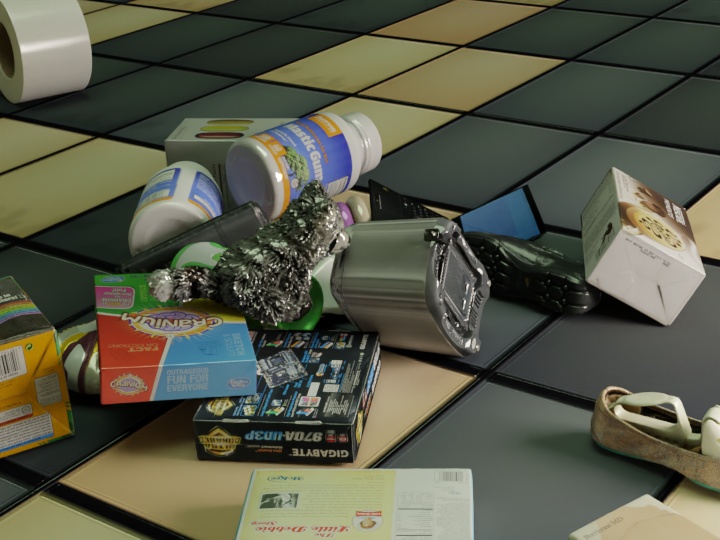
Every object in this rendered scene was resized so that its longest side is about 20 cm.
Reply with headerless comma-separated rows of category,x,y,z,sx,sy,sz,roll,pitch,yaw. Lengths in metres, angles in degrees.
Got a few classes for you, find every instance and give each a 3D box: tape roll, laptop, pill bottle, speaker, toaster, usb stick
tape roll,-0.607,-0.426,2.410,0.138,0.204,0.202,-17,27,-31
laptop,0.120,-0.082,1.663,0.199,0.104,0.178,26,20,-12
pill bottle,-0.070,-0.146,1.705,0.199,0.113,0.112,-25,32,-36
speaker,-0.133,0.021,1.473,0.088,0.089,0.199,-23,26,-38
pill bottle,-0.237,-0.072,1.679,0.111,0.113,0.200,-3,23,0
toaster,0.052,0.015,1.375,0.128,0.200,0.115,1,65,24
usb stick,-0.203,-0.027,1.569,0.199,0.056,0.033,-24,46,7

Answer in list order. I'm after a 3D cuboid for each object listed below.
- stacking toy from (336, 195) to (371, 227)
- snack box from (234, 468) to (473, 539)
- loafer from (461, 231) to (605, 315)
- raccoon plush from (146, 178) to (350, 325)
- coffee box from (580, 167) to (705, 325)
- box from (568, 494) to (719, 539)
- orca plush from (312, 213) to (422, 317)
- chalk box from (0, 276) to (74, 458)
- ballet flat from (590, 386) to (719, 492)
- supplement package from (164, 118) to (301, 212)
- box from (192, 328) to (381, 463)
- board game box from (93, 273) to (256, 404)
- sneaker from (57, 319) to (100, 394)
stacking toy,-0.085,-0.033,1.627,0.198,0.086,0.085,-13,25,-11
snack box,-0.003,0.215,1.097,0.198,0.037,0.116,-1,23,5
loafer,0.202,0.000,1.532,0.200,0.069,0.070,23,26,36
raccoon plush,-0.104,-0.022,1.295,0.199,0.135,0.097,-6,37,-35
coffee box,0.329,-0.032,1.517,0.112,0.080,0.200,29,25,-5
box,0.249,0.253,0.933,0.094,0.078,0.199,-19,29,-31
orca plush,0.000,0.000,1.539,0.200,0.105,0.071,-44,0,-24
chalk box,-0.389,0.093,1.312,0.124,0.125,0.200,-16,26,-25
ballet flat,0.299,0.152,1.170,0.199,0.068,0.068,13,29,32
supplement package,-0.170,-0.153,1.857,0.198,0.110,0.114,1,23,8
box,-0.068,0.122,1.302,0.157,0.046,0.200,1,24,8
board game box,-0.193,0.064,1.311,0.152,0.041,0.200,-2,27,-13
sneaker,-0.250,0.077,1.407,0.090,0.075,0.200,20,37,25
